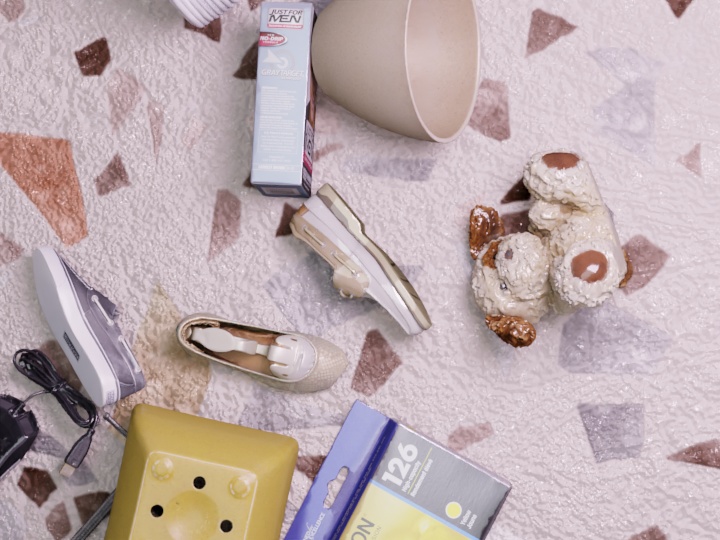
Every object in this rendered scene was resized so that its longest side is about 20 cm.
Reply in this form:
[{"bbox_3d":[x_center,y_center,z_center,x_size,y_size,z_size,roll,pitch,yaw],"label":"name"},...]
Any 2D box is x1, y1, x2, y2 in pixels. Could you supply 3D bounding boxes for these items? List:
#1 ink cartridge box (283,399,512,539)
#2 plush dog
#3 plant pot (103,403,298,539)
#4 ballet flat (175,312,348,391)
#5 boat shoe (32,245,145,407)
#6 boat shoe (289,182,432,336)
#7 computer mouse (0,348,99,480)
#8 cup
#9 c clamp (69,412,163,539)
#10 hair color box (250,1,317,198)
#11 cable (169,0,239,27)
[{"bbox_3d":[0.036,0.276,1.713,0.198,0.047,0.199,27,88,3],"label":"ink cartridge box"},{"bbox_3d":[0.200,-0.006,1.700,0.170,0.161,0.202,-21,55,15],"label":"plush dog"},{"bbox_3d":[-0.173,0.253,1.636,0.192,0.200,0.198,13,83,-3],"label":"plant pot"},{"bbox_3d":[-0.112,0.093,1.728,0.197,0.062,0.068,11,86,4],"label":"ballet flat"},{"bbox_3d":[-0.303,0.055,1.744,0.067,0.072,0.201,-19,67,-32],"label":"boat shoe"},{"bbox_3d":[0.000,0.000,1.730,0.068,0.075,0.201,-39,77,5],"label":"boat shoe"},{"bbox_3d":[-0.381,0.202,1.741,0.140,0.046,0.201,35,79,13],"label":"computer mouse"},{"bbox_3d":[0.030,-0.242,1.703,0.142,0.200,0.203,3,84,27],"label":"cup"},{"bbox_3d":[-0.276,0.291,1.741,0.170,0.027,0.201,36,86,1],"label":"c clamp"},{"bbox_3d":[-0.082,-0.188,1.734,0.060,0.099,0.203,2,85,4],"label":"hair color box"},{"bbox_3d":[-0.213,-0.359,1.705,0.069,0.200,0.200,-36,118,6],"label":"cable"}]
